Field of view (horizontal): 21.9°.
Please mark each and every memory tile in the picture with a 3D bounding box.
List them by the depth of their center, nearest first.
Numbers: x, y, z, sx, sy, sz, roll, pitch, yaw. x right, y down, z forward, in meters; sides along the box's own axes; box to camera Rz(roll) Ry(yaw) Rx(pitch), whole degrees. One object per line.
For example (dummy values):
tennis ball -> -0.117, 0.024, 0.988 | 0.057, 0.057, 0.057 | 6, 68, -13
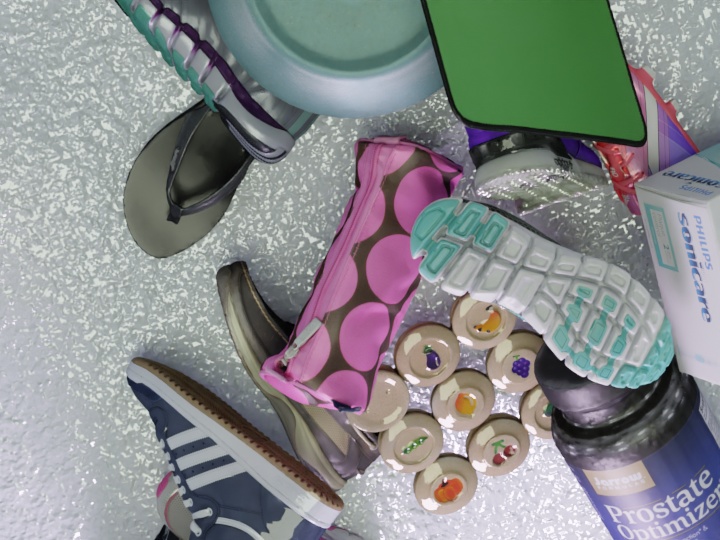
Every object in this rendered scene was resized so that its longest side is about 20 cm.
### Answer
memory tile -> 0.097, 0.083, 1.374 | 0.199, 0.017, 0.154 | -36, 118, 3

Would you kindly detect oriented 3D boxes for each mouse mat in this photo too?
mouse mat -> 0.107, -0.159, 1.201 | 0.008, 0.199, 0.162 | -29, 69, 42

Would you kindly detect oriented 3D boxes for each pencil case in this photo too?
pencil case -> 0.000, 0.000, 1.301 | 0.093, 0.090, 0.201 | 30, 79, -47

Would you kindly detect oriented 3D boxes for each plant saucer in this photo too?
plant saucer -> -0.006, -0.200, 1.220 | 0.198, 0.036, 0.202 | 0, 99, 1

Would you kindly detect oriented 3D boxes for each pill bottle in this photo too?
pill bottle -> 0.206, 0.127, 1.352 | 0.111, 0.112, 0.201 | -28, 119, 11

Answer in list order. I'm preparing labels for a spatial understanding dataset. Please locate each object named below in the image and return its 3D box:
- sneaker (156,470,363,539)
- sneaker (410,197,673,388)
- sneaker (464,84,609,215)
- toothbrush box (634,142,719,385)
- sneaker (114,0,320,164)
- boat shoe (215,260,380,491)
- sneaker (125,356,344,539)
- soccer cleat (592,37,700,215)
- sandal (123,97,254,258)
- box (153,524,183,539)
sneaker -> -0.067, 0.215, 1.419 | 0.199, 0.088, 0.082 | 30, 108, -9
sneaker -> 0.125, 0.005, 1.258 | 0.199, 0.091, 0.078 | 33, 101, -7
sneaker -> 0.116, -0.098, 1.261 | 0.069, 0.200, 0.100 | -18, 82, 15
toothbrush box -> 0.303, -0.025, 1.280 | 0.199, 0.085, 0.147 | -27, 111, -22
sneaker -> -0.098, -0.171, 1.286 | 0.087, 0.074, 0.200 | -42, 89, -6
boat shoe -> -0.042, 0.070, 1.381 | 0.073, 0.075, 0.201 | -28, 116, 1
sneaker -> -0.117, 0.155, 1.365 | 0.199, 0.070, 0.109 | 36, 96, 21
soccer cleat -> 0.194, -0.086, 1.310 | 0.200, 0.067, 0.077 | 44, 84, -19
sandal -> -0.102, -0.090, 1.330 | 0.076, 0.043, 0.200 | 38, 107, -12
box -> -0.097, 0.312, 1.424 | 0.199, 0.149, 0.107 | 31, 108, -10
